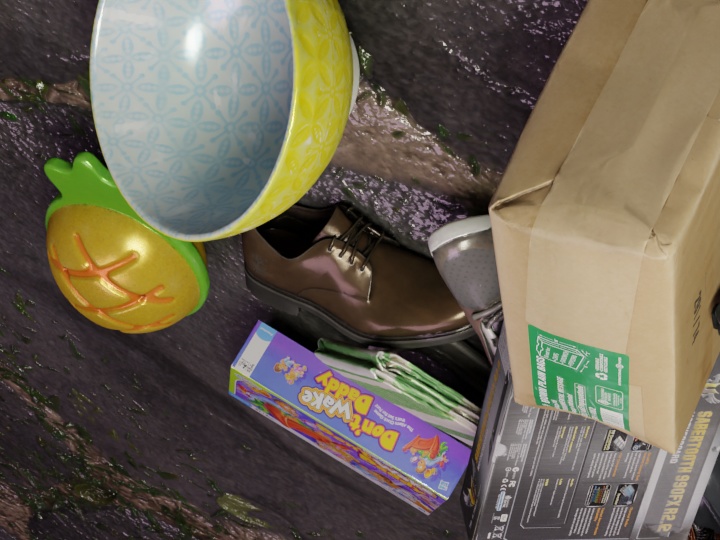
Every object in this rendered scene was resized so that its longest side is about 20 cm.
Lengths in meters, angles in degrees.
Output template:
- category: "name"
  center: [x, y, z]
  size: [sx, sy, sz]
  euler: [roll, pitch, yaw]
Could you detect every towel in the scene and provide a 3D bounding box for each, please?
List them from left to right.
- category: "towel"
  center: [0.069, 0.106, 1.409]
  size: [0.199, 0.024, 0.152]
  euler: [29, 172, -18]

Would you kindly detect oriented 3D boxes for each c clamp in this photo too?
- category: "c clamp"
  center: [0.076, 0.110, 1.509]
  size: [0.200, 0.027, 0.170]
  euler: [41, 150, -21]

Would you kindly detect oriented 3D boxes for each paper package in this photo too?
- category: "paper package"
  center: [0.153, -0.034, 1.032]
  size: [0.103, 0.191, 0.201]
  euler: [18, 151, 20]

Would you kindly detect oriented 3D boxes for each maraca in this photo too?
- category: "maraca"
  center: [-0.178, -0.023, 1.443]
  size: [0.136, 0.108, 0.200]
  euler: [17, 150, 9]

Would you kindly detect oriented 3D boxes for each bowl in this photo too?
- category: "bowl"
  center: [-0.065, -0.120, 1.159]
  size: [0.107, 0.202, 0.199]
  euler: [-5, 179, -43]

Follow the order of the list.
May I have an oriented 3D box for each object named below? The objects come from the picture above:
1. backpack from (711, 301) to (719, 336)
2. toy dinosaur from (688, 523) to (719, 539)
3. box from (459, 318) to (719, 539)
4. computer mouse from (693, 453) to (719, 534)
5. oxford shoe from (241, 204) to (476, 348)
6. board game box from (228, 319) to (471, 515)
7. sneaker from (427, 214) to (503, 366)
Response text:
- category: "backpack"
  center: [0.312, 0.028, 1.027]
  size: [0.199, 0.151, 0.178]
  euler: [23, 155, 27]
- category: "toy dinosaur"
  center: [0.281, 0.213, 1.444]
  size: [0.198, 0.103, 0.136]
  euler: [-9, 169, -9]
- category: "box"
  center: [0.160, 0.101, 1.260]
  size: [0.157, 0.049, 0.201]
  euler: [0, 132, -11]
- category: "computer mouse"
  center: [0.289, 0.188, 1.363]
  size: [0.200, 0.059, 0.034]
  euler: [47, 164, 2]
- category: "oxford shoe"
  center: [0.000, 0.000, 1.357]
  size: [0.199, 0.073, 0.085]
  euler: [14, 139, 20]
- category: "board game box"
  center: [-0.011, 0.122, 1.547]
  size: [0.199, 0.045, 0.135]
  euler: [31, 167, 3]
- category: "sneaker"
  center: [0.115, 0.041, 1.283]
  size: [0.077, 0.082, 0.200]
  euler: [-23, 132, 27]
